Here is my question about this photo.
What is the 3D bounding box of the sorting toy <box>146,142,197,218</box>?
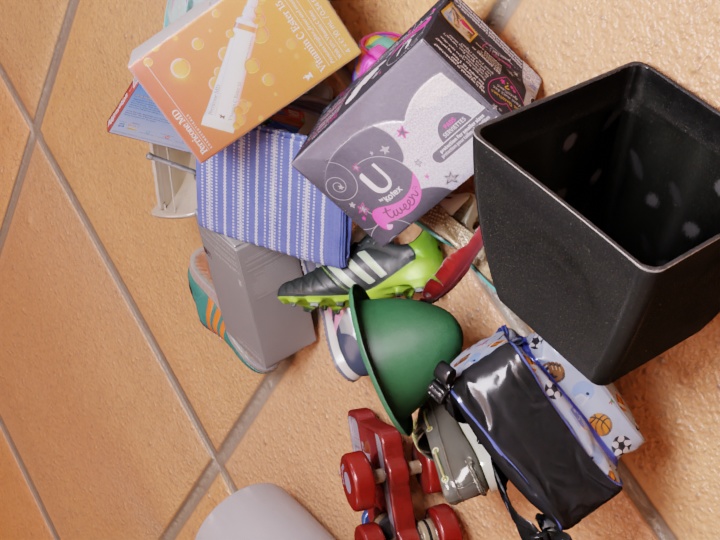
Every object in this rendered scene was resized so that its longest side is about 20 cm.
[{"bbox_3d":[-0.175,-0.164,1.486,0.180,0.107,0.200,11,118,29],"label":"sorting toy"}]

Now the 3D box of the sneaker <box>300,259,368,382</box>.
[{"bbox_3d":[-0.009,0.024,1.396,0.082,0.070,0.200,-25,79,28],"label":"sneaker"}]

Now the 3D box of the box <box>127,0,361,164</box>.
[{"bbox_3d":[-0.118,-0.222,1.219,0.124,0.200,0.097,54,-175,-20],"label":"box"}]

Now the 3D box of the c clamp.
[{"bbox_3d":[-0.118,-0.147,1.366,0.200,0.171,0.027,-35,49,37],"label":"c clamp"}]

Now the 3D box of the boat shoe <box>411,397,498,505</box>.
[{"bbox_3d":[0.086,0.172,1.262,0.202,0.060,0.072,-122,7,-60],"label":"boat shoe"}]

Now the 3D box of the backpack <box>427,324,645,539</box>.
[{"bbox_3d":[0.160,0.130,1.110,0.200,0.154,0.191,57,178,-5],"label":"backpack"}]

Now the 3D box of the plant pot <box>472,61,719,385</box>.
[{"bbox_3d":[0.216,-0.028,0.995,0.200,0.200,0.177,44,146,33],"label":"plant pot"}]

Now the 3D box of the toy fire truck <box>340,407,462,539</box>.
[{"bbox_3d":[0.033,0.267,1.395,0.168,0.112,0.200,-171,70,-75],"label":"toy fire truck"}]

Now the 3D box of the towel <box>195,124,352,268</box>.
[{"bbox_3d":[-0.095,-0.090,1.306,0.200,0.024,0.145,17,119,26],"label":"towel"}]

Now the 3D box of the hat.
[{"bbox_3d":[0.095,0.059,1.205,0.176,0.200,0.166,-21,75,8],"label":"hat"}]

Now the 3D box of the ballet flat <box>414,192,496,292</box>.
[{"bbox_3d":[0.118,-0.038,1.217,0.200,0.071,0.065,40,104,33],"label":"ballet flat"}]

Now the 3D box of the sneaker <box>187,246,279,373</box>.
[{"bbox_3d":[-0.168,0.064,1.598,0.200,0.071,0.080,56,150,23],"label":"sneaker"}]

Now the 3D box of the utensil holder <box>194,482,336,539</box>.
[{"bbox_3d":[-0.098,0.393,1.539,0.200,0.170,0.170,39,130,41],"label":"utensil holder"}]

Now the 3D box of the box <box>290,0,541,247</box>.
[{"bbox_3d":[0.053,-0.139,1.142,0.132,0.115,0.200,42,129,-13],"label":"box"}]

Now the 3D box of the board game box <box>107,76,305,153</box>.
[{"bbox_3d":[-0.174,-0.169,1.361,0.103,0.200,0.019,-43,44,45],"label":"board game box"}]

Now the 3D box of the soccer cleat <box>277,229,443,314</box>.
[{"bbox_3d":[0.000,0.000,1.323,0.200,0.068,0.081,-10,73,24],"label":"soccer cleat"}]

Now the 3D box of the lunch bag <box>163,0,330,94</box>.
[{"bbox_3d":[-0.129,-0.273,1.332,0.122,0.170,0.200,-117,35,-50],"label":"lunch bag"}]

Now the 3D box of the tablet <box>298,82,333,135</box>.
[{"bbox_3d":[-0.100,-0.183,1.469,0.200,0.014,0.130,26,122,45],"label":"tablet"}]

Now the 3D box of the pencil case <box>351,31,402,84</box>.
[{"bbox_3d":[0.018,-0.150,1.273,0.088,0.088,0.200,40,129,37],"label":"pencil case"}]

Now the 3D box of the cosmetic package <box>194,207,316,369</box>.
[{"bbox_3d":[-0.126,0.009,1.459,0.107,0.090,0.200,38,146,43],"label":"cosmetic package"}]
